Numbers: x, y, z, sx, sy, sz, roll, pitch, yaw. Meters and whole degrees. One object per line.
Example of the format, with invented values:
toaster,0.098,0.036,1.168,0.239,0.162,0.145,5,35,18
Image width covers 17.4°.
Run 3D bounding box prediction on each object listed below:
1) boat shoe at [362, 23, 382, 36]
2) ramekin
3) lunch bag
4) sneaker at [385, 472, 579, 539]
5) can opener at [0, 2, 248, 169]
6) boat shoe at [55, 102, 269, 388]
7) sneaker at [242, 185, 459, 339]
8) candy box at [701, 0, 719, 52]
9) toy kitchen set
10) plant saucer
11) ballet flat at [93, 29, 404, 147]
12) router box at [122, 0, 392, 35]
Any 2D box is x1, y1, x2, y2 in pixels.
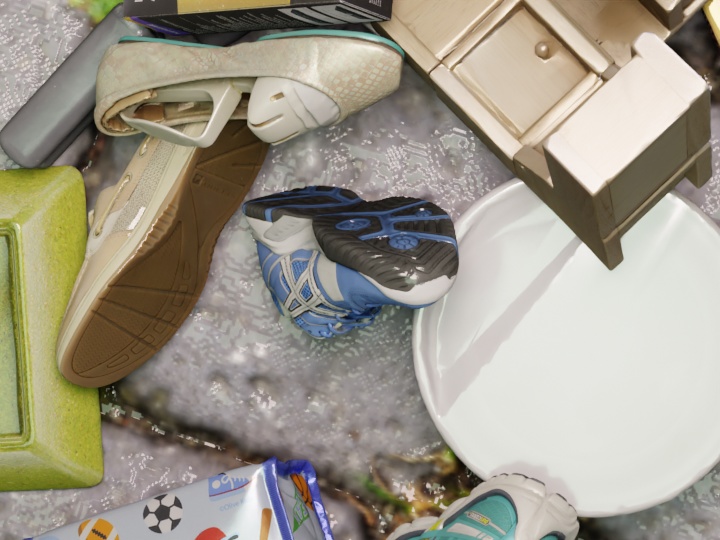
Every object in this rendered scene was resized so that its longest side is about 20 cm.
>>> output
boat shoe,0.005,-0.187,1.387,0.200,0.071,0.064,45,98,4
ramekin,0.132,0.038,1.372,0.202,0.094,0.203,0,93,6
lunch bag,-0.086,0.229,1.390,0.170,0.124,0.201,-20,81,12
sneaker,0.049,0.183,1.354,0.077,0.200,0.080,36,52,-2
can opener,-0.128,-0.128,1.413,0.067,0.053,0.200,44,98,3
boat shoe,-0.129,-0.023,1.417,0.065,0.072,0.200,36,98,43
sneaker,0.000,0.000,1.352,0.076,0.200,0.077,-14,104,-23
candy box,0.263,-0.150,1.368,0.116,0.056,0.200,-25,89,8
toy kitchen set,0.119,-0.141,1.247,0.163,0.180,0.200,-43,75,-2
plant saucer,-0.265,0.041,1.439,0.199,0.048,0.201,-3,92,6
ballet flat,-0.065,-0.097,1.336,0.199,0.067,0.063,2,65,30
router box,-0.052,-0.237,1.321,0.157,0.052,0.201,-1,82,36
